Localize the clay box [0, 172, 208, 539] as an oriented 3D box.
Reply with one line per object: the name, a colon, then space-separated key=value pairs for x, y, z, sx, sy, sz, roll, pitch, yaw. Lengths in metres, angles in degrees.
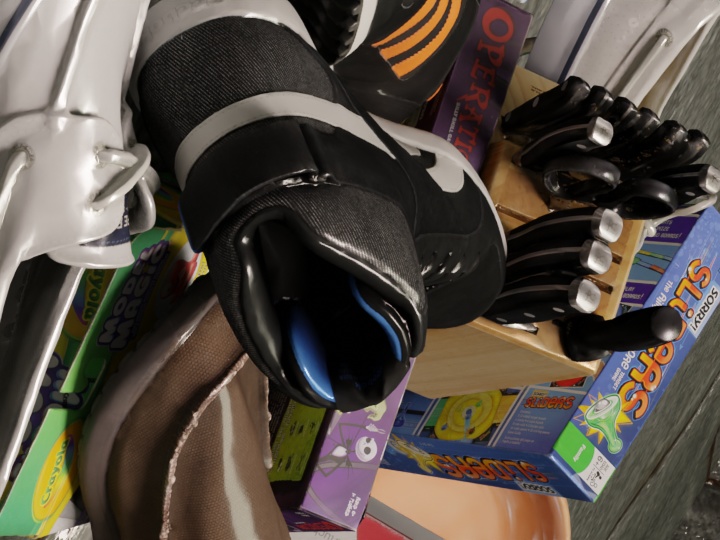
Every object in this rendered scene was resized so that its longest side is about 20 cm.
clay box: x=-0.078 y=0.025 z=0.943 sx=0.115 sy=0.048 sz=0.200 roll=-64 pitch=165 yaw=8

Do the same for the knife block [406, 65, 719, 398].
knife block: x=0.053 y=0.010 z=1.006 sx=0.200 sy=0.064 sz=0.176 roll=-57 pitch=-160 yaw=30

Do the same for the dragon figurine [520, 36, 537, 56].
dragon figurine: x=0.017 y=-0.016 z=1.176 sx=0.200 sy=0.059 sz=0.099 roll=-59 pitch=166 yaw=-7

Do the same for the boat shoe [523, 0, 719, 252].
boat shoe: x=0.101 y=-0.040 z=1.115 sx=0.075 sy=0.086 sz=0.202 roll=-41 pitch=158 yaw=-51

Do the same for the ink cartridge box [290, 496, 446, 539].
ink cartridge box: x=-0.037 y=0.196 z=1.227 sx=0.200 sy=0.144 sz=0.084 roll=-62 pitch=165 yaw=2

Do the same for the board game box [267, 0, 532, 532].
board game box: x=0.000 y=0.000 z=1.023 sx=0.120 sy=0.032 sz=0.201 roll=-8 pitch=-119 yaw=65

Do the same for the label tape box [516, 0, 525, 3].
label tape box: x=0.052 y=-0.189 z=0.947 sx=0.144 sy=0.066 sz=0.200 roll=-60 pitch=168 yaw=-3

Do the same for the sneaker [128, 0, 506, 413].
sneaker: x=-0.002 y=0.004 z=0.840 sx=0.073 sy=0.112 sz=0.200 roll=-29 pitch=147 yaw=15

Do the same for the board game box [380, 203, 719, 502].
board game box: x=0.063 y=0.029 z=1.212 sx=0.200 sy=0.034 sz=0.136 roll=4 pitch=-126 yaw=55

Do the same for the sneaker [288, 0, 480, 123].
sneaker: x=0.003 y=-0.101 z=0.896 sx=0.090 sy=0.070 sz=0.200 roll=-38 pitch=165 yaw=-18

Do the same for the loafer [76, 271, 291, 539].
loafer: x=-0.047 y=0.079 z=0.907 sx=0.073 sy=0.071 sz=0.200 roll=-50 pitch=160 yaw=-37

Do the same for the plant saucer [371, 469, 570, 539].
plant saucer: x=0.013 y=0.157 z=1.358 sx=0.200 sy=0.037 sz=0.201 roll=-18 pitch=125 yaw=-27

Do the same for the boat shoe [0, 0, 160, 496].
boat shoe: x=-0.088 y=-0.023 z=0.771 sx=0.200 sy=0.065 sz=0.074 roll=-65 pitch=165 yaw=17
